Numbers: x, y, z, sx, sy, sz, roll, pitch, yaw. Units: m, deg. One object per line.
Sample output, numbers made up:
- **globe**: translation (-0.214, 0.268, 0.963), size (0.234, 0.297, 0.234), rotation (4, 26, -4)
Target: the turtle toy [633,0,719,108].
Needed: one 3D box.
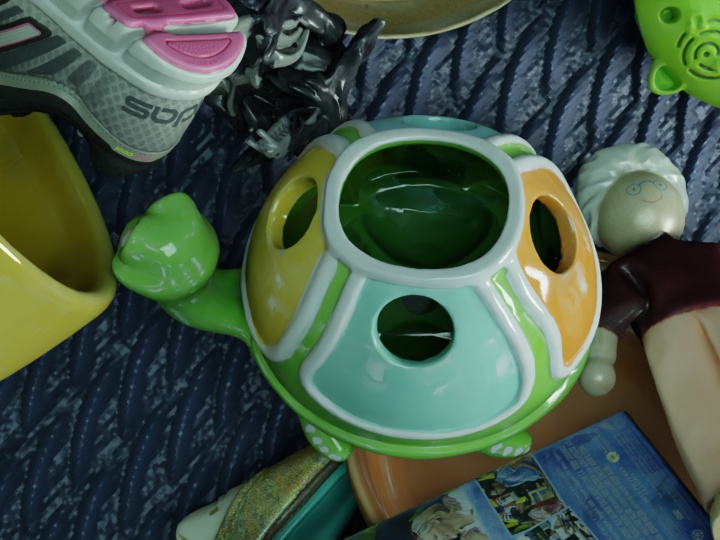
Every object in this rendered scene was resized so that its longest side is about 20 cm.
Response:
- **turtle toy**: translation (0.196, -0.153, 0.977), size (0.146, 0.101, 0.200), rotation (45, 85, -12)

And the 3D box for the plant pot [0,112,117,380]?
- **plant pot**: translation (-0.229, -0.018, 0.866), size (0.189, 0.201, 0.201), rotation (-33, 99, 9)

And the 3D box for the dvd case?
- **dvd case**: translation (0.064, 0.147, 0.869), size (0.199, 0.018, 0.143), rotation (-22, 55, -21)

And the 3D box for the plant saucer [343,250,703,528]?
- **plant saucer**: translation (0.089, 0.080, 0.961), size (0.199, 0.038, 0.201), rotation (4, 56, -6)

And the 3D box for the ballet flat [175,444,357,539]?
- **ballet flat**: translation (-0.066, 0.148, 0.969), size (0.071, 0.071, 0.200), rotation (29, 86, -11)

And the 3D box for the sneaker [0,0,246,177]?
- **sneaker**: translation (-0.138, -0.107, 0.851), size (0.200, 0.074, 0.088), rotation (37, 126, 16)

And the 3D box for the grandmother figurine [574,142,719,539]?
- **grandmother figurine**: translation (0.148, 0.024, 0.940), size (0.121, 0.200, 0.061), rotation (-2, 139, -28)

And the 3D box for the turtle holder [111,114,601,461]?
- **turtle holder**: translation (0.008, -0.007, 0.894), size (0.185, 0.132, 0.141), rotation (28, 70, 13)

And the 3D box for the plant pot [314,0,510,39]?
- **plant pot**: translation (0.011, -0.204, 0.976), size (0.199, 0.027, 0.201), rotation (-1, 93, -11)

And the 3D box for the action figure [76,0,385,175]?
- **action figure**: translation (-0.073, -0.097, 0.923), size (0.200, 0.119, 0.102), rotation (42, 44, -6)
